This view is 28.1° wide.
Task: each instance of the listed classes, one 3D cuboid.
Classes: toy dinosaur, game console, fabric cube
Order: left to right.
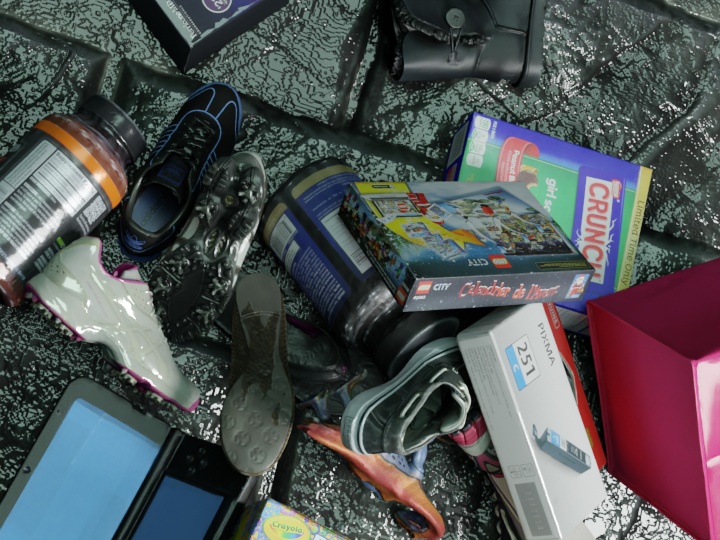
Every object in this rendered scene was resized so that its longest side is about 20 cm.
[{"bbox_3d":[-0.216,0.218,1.273,0.116,0.175,0.201,43,67,-42],"label":"game console"},{"bbox_3d":[0.012,0.188,1.324,0.183,0.104,0.200,59,33,-5],"label":"toy dinosaur"},{"bbox_3d":[0.354,0.115,1.360,0.197,0.196,0.202,-17,111,-16],"label":"fabric cube"}]

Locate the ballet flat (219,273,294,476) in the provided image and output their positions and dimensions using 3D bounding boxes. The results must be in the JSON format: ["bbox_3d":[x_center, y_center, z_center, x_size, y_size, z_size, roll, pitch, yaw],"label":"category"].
[{"bbox_3d":[-0.095,0.097,1.308,0.067,0.047,0.202,0,58,-6],"label":"ballet flat"}]

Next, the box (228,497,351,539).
[{"bbox_3d":[-0.087,0.313,1.239,0.121,0.200,0.194,28,74,-6],"label":"box"}]

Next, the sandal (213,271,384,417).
[{"bbox_3d":[-0.064,0.073,1.378,0.199,0.048,0.076,34,72,-3],"label":"sandal"}]

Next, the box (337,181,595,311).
[{"bbox_3d":[0.096,-0.025,1.299,0.198,0.038,0.137,-2,41,-31],"label":"box"}]

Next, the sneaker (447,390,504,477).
[{"bbox_3d":[0.137,0.116,1.382,0.075,0.080,0.201,50,40,-16],"label":"sneaker"}]

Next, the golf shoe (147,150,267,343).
[{"bbox_3d":[-0.136,-0.023,1.352,0.077,0.095,0.201,31,112,-3],"label":"golf shoe"}]

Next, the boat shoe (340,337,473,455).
[{"bbox_3d":[0.062,0.120,1.263,0.199,0.070,0.073,-31,129,-50],"label":"boat shoe"}]

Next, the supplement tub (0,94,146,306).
[{"bbox_3d":[-0.289,-0.070,1.327,0.107,0.107,0.200,42,71,-1],"label":"supplement tub"}]

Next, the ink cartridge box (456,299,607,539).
[{"bbox_3d":[0.177,0.121,1.326,0.176,0.044,0.202,-29,102,-50],"label":"ink cartridge box"}]

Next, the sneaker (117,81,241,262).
[{"bbox_3d":[-0.168,-0.101,1.377,0.070,0.078,0.201,28,73,-6],"label":"sneaker"}]

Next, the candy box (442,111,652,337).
[{"bbox_3d":[0.178,-0.044,1.448,0.198,0.077,0.171,17,74,-11],"label":"candy box"}]

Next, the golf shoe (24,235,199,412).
[{"bbox_3d":[-0.208,0.051,1.311,0.200,0.075,0.092,44,73,-28],"label":"golf shoe"}]

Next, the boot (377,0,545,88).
[{"bbox_3d":[0.105,-0.288,1.485,0.166,0.076,0.203,4,83,-17],"label":"boot"}]

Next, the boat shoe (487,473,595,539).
[{"bbox_3d":[0.150,0.232,1.384,0.074,0.093,0.201,1,45,-32],"label":"boat shoe"}]

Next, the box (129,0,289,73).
[{"bbox_3d":[-0.177,-0.322,1.427,0.141,0.079,0.201,-37,88,-16],"label":"box"}]

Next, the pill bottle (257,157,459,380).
[{"bbox_3d":[0.000,0.000,1.348,0.111,0.112,0.201,-31,67,-18],"label":"pill bottle"}]
